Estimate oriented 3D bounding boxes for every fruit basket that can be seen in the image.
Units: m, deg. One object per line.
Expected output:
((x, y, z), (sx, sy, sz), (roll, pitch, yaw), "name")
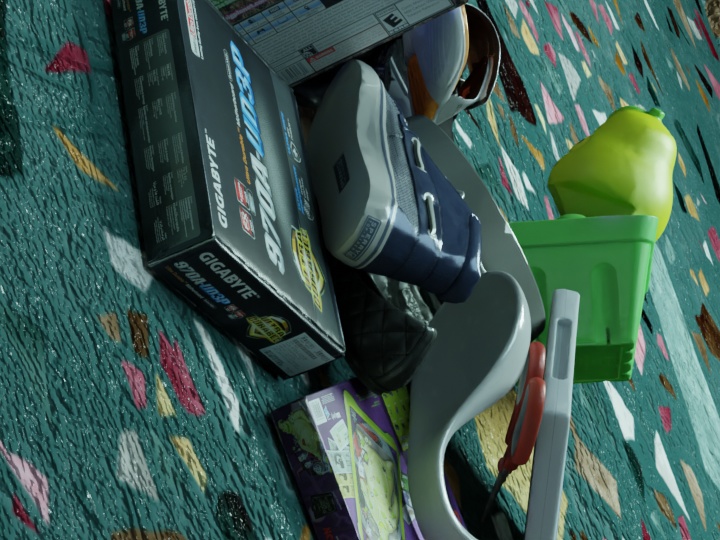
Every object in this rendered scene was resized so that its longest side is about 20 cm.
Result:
((0.164, -0.026, 1.872), (0.216, 0.154, 0.217), (-3, 90, -86), "fruit basket")

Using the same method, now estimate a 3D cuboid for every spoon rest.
((0.064, 0.088, 1.542), (0.060, 0.099, 0.201), (28, 51, -32), "spoon rest")

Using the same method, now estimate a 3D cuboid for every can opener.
((-0.019, -0.142, 1.728), (0.200, 0.078, 0.064), (-60, 167, -71), "can opener")

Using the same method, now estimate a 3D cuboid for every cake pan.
((0.066, -0.024, 1.707), (0.201, 0.037, 0.200), (57, -9, 14), "cake pan")

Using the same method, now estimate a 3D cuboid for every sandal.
((0.069, -0.145, 1.692), (0.207, 0.059, 0.080), (139, -55, -80), "sandal")

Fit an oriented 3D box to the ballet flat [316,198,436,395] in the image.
((0.000, 0.000, 1.556), (0.066, 0.057, 0.200), (40, 17, -43), "ballet flat")

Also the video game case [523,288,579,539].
((0.125, 0.141, 1.672), (0.182, 0.022, 0.201), (-74, 170, -64), "video game case")

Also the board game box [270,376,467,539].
((0.008, 0.124, 1.503), (0.121, 0.032, 0.200), (65, 17, 4), "board game box")

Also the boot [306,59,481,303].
((0.022, -0.053, 1.560), (0.090, 0.073, 0.201), (26, 31, -21), "boot")

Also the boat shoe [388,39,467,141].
((0.047, -0.145, 1.851), (0.070, 0.066, 0.201), (58, 8, -42), "boat shoe")

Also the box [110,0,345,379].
((-0.077, -0.057, 1.446), (0.159, 0.046, 0.201), (44, 28, -51), "box")

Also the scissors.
((0.095, 0.127, 1.617), (0.201, 0.014, 0.073), (104, -7, -46), "scissors")

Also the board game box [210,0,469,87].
((-0.049, -0.227, 1.561), (0.200, 0.159, 0.097), (49, 23, -45), "board game box")

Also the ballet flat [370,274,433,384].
((0.030, 0.003, 1.657), (0.201, 0.071, 0.072), (68, 17, 1), "ballet flat")
